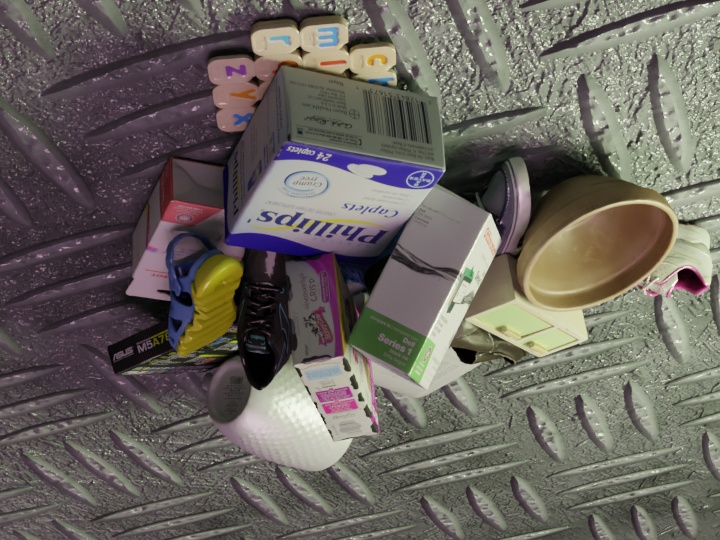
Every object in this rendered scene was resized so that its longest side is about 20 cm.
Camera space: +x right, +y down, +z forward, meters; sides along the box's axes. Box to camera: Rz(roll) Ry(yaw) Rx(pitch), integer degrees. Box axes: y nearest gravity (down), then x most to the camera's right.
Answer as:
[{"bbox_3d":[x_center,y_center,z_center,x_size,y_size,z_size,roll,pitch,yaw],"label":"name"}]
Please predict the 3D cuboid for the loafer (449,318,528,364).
[{"bbox_3d":[0.149,0.087,1.824,0.200,0.073,0.071,30,95,-50],"label":"loafer"}]

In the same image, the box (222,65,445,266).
[{"bbox_3d":[-0.033,-0.107,1.509,0.183,0.105,0.200,9,146,-22],"label":"box"}]

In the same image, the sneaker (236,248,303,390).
[{"bbox_3d":[-0.105,0.047,1.616,0.075,0.079,0.201,6,122,7],"label":"sneaker"}]

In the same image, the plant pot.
[{"bbox_3d":[0.269,-0.047,1.671,0.200,0.093,0.201,-16,144,-12],"label":"plant pot"}]

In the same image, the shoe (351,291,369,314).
[{"bbox_3d":[0.060,0.045,1.770,0.199,0.070,0.053,-15,-170,-33],"label":"shoe"}]

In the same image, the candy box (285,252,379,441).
[{"bbox_3d":[-0.030,0.091,1.599,0.061,0.137,0.200,-11,148,7],"label":"candy box"}]

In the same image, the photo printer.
[{"bbox_3d":[0.055,0.096,1.900,0.199,0.070,0.166,22,139,-35],"label":"photo printer"}]

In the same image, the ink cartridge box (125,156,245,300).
[{"bbox_3d":[-0.199,-0.041,1.646,0.116,0.068,0.200,9,143,-23],"label":"ink cartridge box"}]

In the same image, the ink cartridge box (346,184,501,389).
[{"bbox_3d":[0.075,0.020,1.566,0.084,0.201,0.146,27,175,14],"label":"ink cartridge box"}]

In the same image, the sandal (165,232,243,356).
[{"bbox_3d":[-0.189,0.024,1.610,0.079,0.087,0.200,-29,157,-33],"label":"sandal"}]

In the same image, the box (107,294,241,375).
[{"bbox_3d":[-0.190,0.084,1.800,0.193,0.048,0.200,-26,165,26],"label":"box"}]

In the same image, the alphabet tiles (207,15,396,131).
[{"bbox_3d":[-0.059,-0.195,1.477,0.195,0.015,0.200,-5,148,-1],"label":"alphabet tiles"}]

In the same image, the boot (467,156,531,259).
[{"bbox_3d":[0.144,-0.060,1.665,0.090,0.073,0.200,-7,149,-8],"label":"boot"}]

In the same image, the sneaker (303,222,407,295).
[{"bbox_3d":[0.000,-0.001,1.700,0.199,0.112,0.077,-15,147,14],"label":"sneaker"}]

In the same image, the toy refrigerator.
[{"bbox_3d":[0.207,0.050,1.769,0.076,0.070,0.200,-23,152,27],"label":"toy refrigerator"}]

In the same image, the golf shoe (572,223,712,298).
[{"bbox_3d":[0.352,-0.010,1.763,0.199,0.092,0.075,-2,149,-7],"label":"golf shoe"}]

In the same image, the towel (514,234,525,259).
[{"bbox_3d":[0.223,0.019,1.841,0.132,0.035,0.200,-23,144,26],"label":"towel"}]

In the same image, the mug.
[{"bbox_3d":[-0.131,0.176,1.888,0.200,0.148,0.175,13,173,45],"label":"mug"}]
